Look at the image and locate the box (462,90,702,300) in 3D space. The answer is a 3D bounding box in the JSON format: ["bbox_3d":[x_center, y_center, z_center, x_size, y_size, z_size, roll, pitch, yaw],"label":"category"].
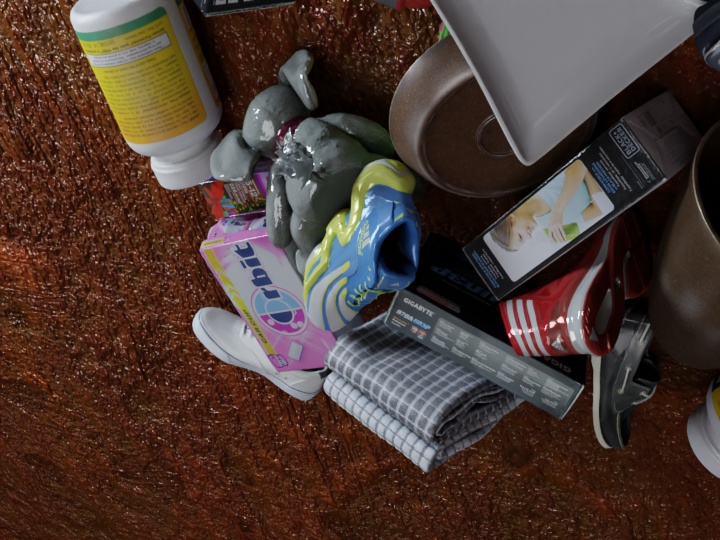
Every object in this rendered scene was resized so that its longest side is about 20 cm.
[{"bbox_3d":[0.195,-0.063,0.738,0.061,0.116,0.200,54,132,6],"label":"box"}]

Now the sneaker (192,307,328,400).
[{"bbox_3d":[-0.129,0.097,1.123,0.197,0.074,0.071,29,128,-9],"label":"sneaker"}]

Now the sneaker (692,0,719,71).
[{"bbox_3d":[0.272,-0.207,0.563,0.200,0.079,0.145,23,155,-32],"label":"sneaker"}]

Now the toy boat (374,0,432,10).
[{"bbox_3d":[0.024,-0.289,0.636,0.128,0.132,0.202,22,136,9],"label":"toy boat"}]

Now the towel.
[{"bbox_3d":[0.080,0.104,0.887,0.164,0.198,0.087,28,127,37],"label":"towel"}]

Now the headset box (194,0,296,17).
[{"bbox_3d":[-0.115,-0.338,0.648,0.201,0.091,0.176,54,143,24],"label":"headset box"}]

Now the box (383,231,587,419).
[{"bbox_3d":[0.134,0.048,0.851,0.197,0.159,0.047,28,118,5],"label":"box"}]

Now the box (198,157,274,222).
[{"bbox_3d":[-0.093,-0.038,0.994,0.134,0.039,0.202,-5,125,32],"label":"box"}]

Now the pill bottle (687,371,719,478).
[{"bbox_3d":[0.407,0.121,0.794,0.111,0.113,0.201,30,136,2],"label":"pill bottle"}]

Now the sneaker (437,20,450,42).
[{"bbox_3d":[0.101,-0.163,0.745,0.082,0.077,0.202,23,138,10],"label":"sneaker"}]

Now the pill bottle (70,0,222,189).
[{"bbox_3d":[-0.210,-0.193,0.871,0.110,0.114,0.203,3,130,27],"label":"pill bottle"}]

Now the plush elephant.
[{"bbox_3d":[-0.058,-0.117,0.837,0.164,0.156,0.200,-39,148,7],"label":"plush elephant"}]

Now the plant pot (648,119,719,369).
[{"bbox_3d":[0.325,0.000,0.705,0.184,0.189,0.201,25,150,7],"label":"plant pot"}]

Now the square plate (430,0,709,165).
[{"bbox_3d":[0.149,-0.219,0.625,0.201,0.197,0.028,54,176,-22],"label":"square plate"}]

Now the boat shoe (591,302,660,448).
[{"bbox_3d":[0.286,0.122,0.895,0.066,0.072,0.203,11,131,26],"label":"boat shoe"}]

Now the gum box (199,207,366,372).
[{"bbox_3d":[-0.088,0.019,0.963,0.112,0.067,0.202,-10,123,33],"label":"gum box"}]

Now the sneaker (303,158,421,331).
[{"bbox_3d":[0.000,0.000,0.785,0.074,0.106,0.203,8,125,-21],"label":"sneaker"}]

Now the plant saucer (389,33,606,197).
[{"bbox_3d":[0.123,-0.128,0.724,0.195,0.035,0.202,-5,144,-3],"label":"plant saucer"}]

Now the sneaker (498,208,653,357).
[{"bbox_3d":[0.190,0.009,0.761,0.114,0.200,0.080,-11,109,39],"label":"sneaker"}]
